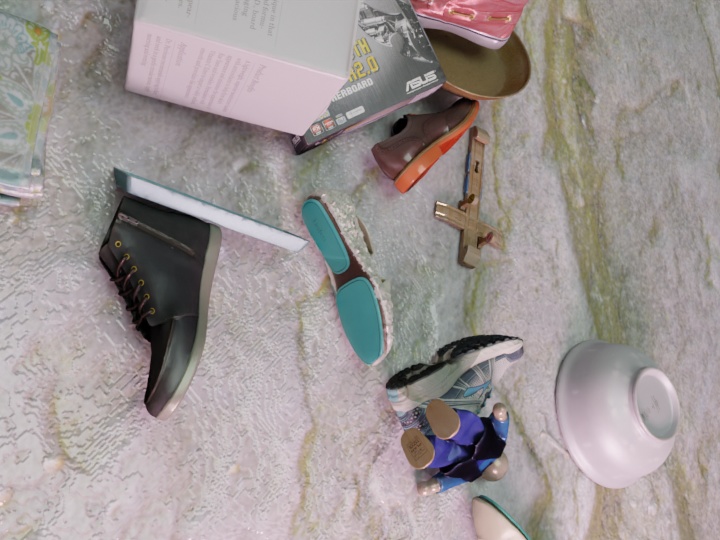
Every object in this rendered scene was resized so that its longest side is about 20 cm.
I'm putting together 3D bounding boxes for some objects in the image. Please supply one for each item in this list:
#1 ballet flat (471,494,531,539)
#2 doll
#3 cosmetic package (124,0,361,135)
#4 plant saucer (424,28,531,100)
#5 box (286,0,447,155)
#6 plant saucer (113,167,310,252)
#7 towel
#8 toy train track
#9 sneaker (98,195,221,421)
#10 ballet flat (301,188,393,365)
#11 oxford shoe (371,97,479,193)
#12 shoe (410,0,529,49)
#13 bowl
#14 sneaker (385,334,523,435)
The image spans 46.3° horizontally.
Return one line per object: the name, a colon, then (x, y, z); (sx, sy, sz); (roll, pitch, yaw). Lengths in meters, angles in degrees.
ballet flat: (0.182, 0.341, 0.954); (0.200, 0.069, 0.070); (47, 54, -15)
doll: (0.111, 0.198, 0.919); (0.048, 0.137, 0.199); (45, 7, 35)
cosmetic package: (-0.115, -0.255, 0.822); (0.197, 0.165, 0.168); (12, 77, -18)
plant saucer: (0.131, -0.290, 1.107); (0.197, 0.036, 0.203); (14, 52, -18)
box: (-0.018, -0.247, 0.968); (0.198, 0.048, 0.160); (-27, 92, -21)
plant saucer: (-0.148, -0.058, 0.840); (0.198, 0.070, 0.019); (21, 92, -30)
towel: (-0.364, -0.157, 0.724); (0.198, 0.048, 0.174); (15, 64, -32)
toy train track: (0.154, -0.101, 1.094); (0.113, 0.032, 0.203); (22, 62, -29)
sneaker: (-0.198, 0.033, 0.774); (0.105, 0.075, 0.203); (20, 55, -25)
ballet flat: (0.000, 0.000, 0.924); (0.071, 0.071, 0.203); (-21, 89, -38)
oxford shoe: (0.085, -0.177, 1.047); (0.072, 0.071, 0.200); (43, 47, 0)
shoe: (0.117, -0.354, 1.061); (0.197, 0.091, 0.072); (14, 51, -17)
bowl: (0.359, 0.182, 1.117); (0.199, 0.090, 0.205); (13, 67, -33)
sneaker: (0.115, 0.134, 0.975); (0.198, 0.077, 0.088); (-21, 100, -32)
